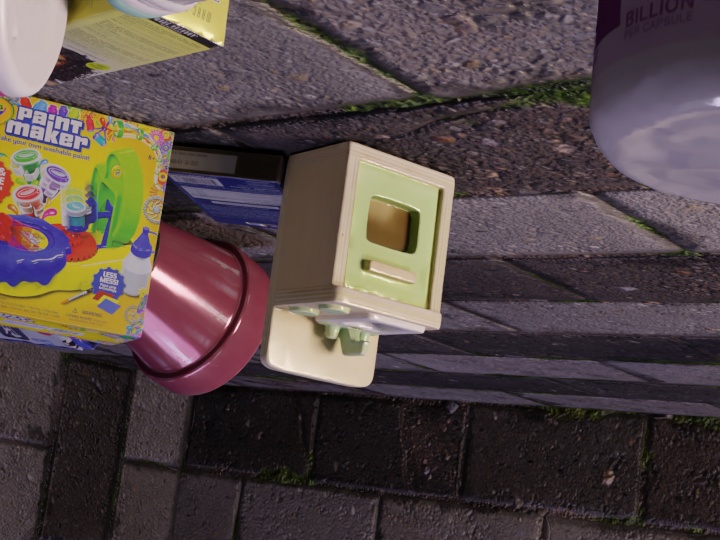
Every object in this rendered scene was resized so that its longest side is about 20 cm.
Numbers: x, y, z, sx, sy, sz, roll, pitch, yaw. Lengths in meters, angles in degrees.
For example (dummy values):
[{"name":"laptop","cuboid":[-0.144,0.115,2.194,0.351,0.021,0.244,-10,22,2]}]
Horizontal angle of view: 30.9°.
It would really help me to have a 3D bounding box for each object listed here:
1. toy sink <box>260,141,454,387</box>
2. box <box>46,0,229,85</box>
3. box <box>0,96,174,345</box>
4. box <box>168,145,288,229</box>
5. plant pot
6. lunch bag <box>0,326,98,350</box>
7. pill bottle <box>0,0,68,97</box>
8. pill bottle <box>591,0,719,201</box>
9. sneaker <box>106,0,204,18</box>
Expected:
[{"name":"toy sink","cuboid":[0.000,0.000,1.200,0.129,0.203,0.111,16,167,-35]},{"name":"box","cuboid":[-0.176,-0.167,0.858,0.199,0.051,0.075,-4,165,45]},{"name":"box","cuboid":[-0.294,-0.047,1.192,0.198,0.195,0.122,11,169,-23]},{"name":"box","cuboid":[-0.116,-0.080,1.319,0.119,0.033,0.200,6,168,11]},{"name":"plant pot","cuboid":[-0.237,0.030,1.618,0.198,0.202,0.179,-1,152,38]},{"name":"lunch bag","cuboid":[-0.364,-0.010,1.372,0.168,0.202,0.124,6,-149,21]},{"name":"pill bottle","cuboid":[-0.282,-0.167,0.759,0.197,0.115,0.113,7,170,5]},{"name":"pill bottle","cuboid":[0.129,-0.128,0.378,0.111,0.203,0.112,7,169,1]},{"name":"sneaker","cuboid":[-0.115,-0.188,0.657,0.139,0.079,0.199,-2,175,35]}]
